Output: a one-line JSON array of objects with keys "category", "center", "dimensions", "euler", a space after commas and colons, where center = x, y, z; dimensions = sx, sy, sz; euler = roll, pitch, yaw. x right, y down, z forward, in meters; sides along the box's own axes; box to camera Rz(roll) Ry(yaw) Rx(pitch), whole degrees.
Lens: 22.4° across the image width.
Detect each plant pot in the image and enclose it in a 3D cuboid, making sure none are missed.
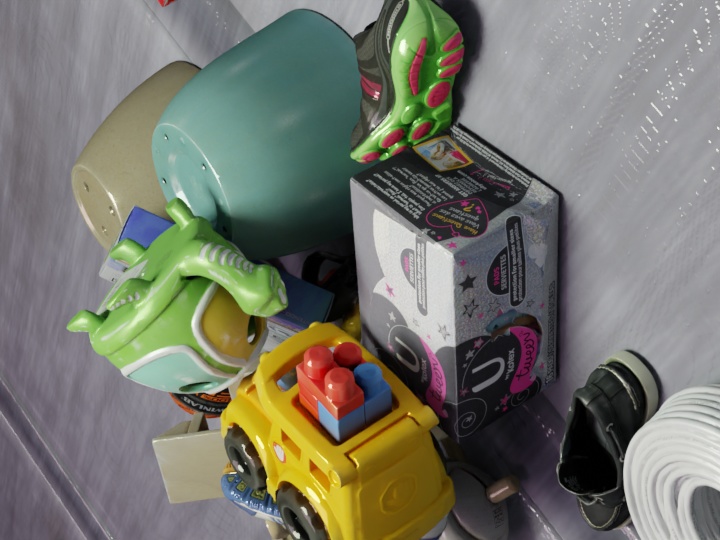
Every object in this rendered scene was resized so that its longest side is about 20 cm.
[{"category": "plant pot", "center": [-0.082, -0.101, 1.572], "dimensions": [0.200, 0.161, 0.201], "euler": [41, 148, 33]}]

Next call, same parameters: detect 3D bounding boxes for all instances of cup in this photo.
[{"category": "cup", "center": [-0.204, -0.090, 1.826], "dimensions": [0.200, 0.143, 0.201], "euler": [42, 147, 35]}]

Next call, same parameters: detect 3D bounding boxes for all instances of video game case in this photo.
[{"category": "video game case", "center": [-0.138, 0.013, 1.692], "dimensions": [0.199, 0.046, 0.181], "euler": [24, 167, -9]}]

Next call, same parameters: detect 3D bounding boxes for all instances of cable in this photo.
[{"category": "cable", "center": [0.000, 0.000, 1.688], "dimensions": [0.200, 0.050, 0.098], "euler": [-50, 53, 50]}, {"category": "cable", "center": [0.276, 0.175, 1.300], "dimensions": [0.200, 0.069, 0.200], "euler": [55, 153, 14]}]

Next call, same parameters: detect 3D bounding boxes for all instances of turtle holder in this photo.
[{"category": "turtle holder", "center": [-0.135, 0.024, 1.498], "dimensions": [0.132, 0.141, 0.185], "euler": [42, 115, -17]}]

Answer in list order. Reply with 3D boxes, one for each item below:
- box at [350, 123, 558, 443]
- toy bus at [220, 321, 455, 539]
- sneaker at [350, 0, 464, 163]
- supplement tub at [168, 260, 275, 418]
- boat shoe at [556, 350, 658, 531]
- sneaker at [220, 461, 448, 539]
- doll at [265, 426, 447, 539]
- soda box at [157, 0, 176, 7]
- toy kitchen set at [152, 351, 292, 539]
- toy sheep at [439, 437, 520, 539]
[{"category": "box", "center": [0.076, 0.012, 1.450], "dimensions": [0.132, 0.114, 0.201], "euler": [39, 147, 39]}, {"category": "toy bus", "center": [-0.028, 0.113, 1.470], "dimensions": [0.200, 0.135, 0.193], "euler": [43, 154, 36]}, {"category": "sneaker", "center": [0.032, -0.154, 1.433], "dimensions": [0.200, 0.076, 0.084], "euler": [114, 140, -55]}, {"category": "supplement tub", "center": [-0.143, 0.075, 1.903], "dimensions": [0.123, 0.122, 0.200], "euler": [54, 154, 14]}, {"category": "boat shoe", "center": [0.186, 0.149, 1.441], "dimensions": [0.075, 0.066, 0.200], "euler": [46, 150, 28]}, {"category": "sneaker", "center": [-0.023, 0.208, 1.570], "dimensions": [0.199, 0.076, 0.088], "euler": [8, 140, 10]}, {"category": "doll", "center": [-0.005, 0.165, 1.629], "dimensions": [0.137, 0.199, 0.048], "euler": [65, -161, 5]}, {"category": "soda box", "center": [-0.201, -0.343, 1.651], "dimensions": [0.200, 0.070, 0.063], "euler": [56, 155, 11]}, {"category": "toy kitchen set", "center": [-0.099, 0.146, 1.763], "dimensions": [0.181, 0.162, 0.201], "euler": [-83, -18, -62]}, {"category": "toy sheep", "center": [0.068, 0.229, 1.671], "dimensions": [0.200, 0.138, 0.138], "euler": [-36, 83, 41]}]
